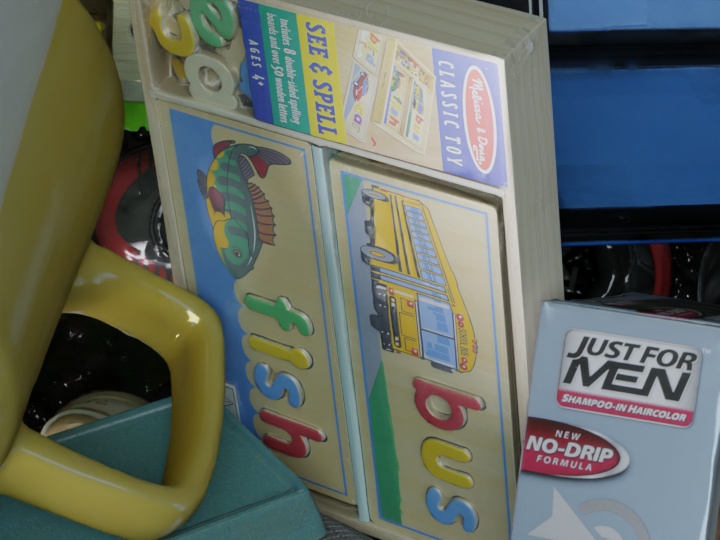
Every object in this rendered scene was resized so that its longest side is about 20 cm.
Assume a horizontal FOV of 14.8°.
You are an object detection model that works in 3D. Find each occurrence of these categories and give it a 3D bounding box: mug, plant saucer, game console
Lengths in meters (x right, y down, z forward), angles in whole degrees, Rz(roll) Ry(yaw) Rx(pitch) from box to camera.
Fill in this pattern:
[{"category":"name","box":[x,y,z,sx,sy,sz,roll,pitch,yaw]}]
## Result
[{"category":"mug","box":[-0.130,-0.002,0.785,0.186,0.153,0.150,4,131,-2]},{"category":"plant saucer","box":[-0.104,0.080,0.812,0.070,0.200,0.019,41,133,33]},{"category":"game console","box":[0.123,-0.094,0.882,0.199,0.118,0.171,-2,90,-10]}]

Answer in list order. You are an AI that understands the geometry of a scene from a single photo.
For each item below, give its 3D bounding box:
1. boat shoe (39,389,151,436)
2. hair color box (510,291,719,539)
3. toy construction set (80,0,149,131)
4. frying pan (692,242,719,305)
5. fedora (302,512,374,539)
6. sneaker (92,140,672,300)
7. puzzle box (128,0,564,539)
[{"category":"boat shoe","box":[-0.043,0.127,0.924,0.073,0.063,0.200,-42,90,0]},{"category":"hair color box","box":[0.082,0.110,0.825,0.060,0.099,0.201,8,94,20]},{"category":"toy construction set","box":[-0.136,-0.089,0.900,0.199,0.131,0.092,-10,117,3]},{"category":"frying pan","box":[0.181,0.042,0.931,0.190,0.031,0.115,15,53,-33]},{"category":"fedora","box":[-0.066,0.142,0.837,0.199,0.177,0.091,16,125,0]},{"category":"sneaker","box":[0.006,-0.010,0.908,0.200,0.098,0.071,9,92,2]},{"category":"puzzle box","box":[0.000,0.000,0.837,0.133,0.025,0.201,16,132,29]}]
